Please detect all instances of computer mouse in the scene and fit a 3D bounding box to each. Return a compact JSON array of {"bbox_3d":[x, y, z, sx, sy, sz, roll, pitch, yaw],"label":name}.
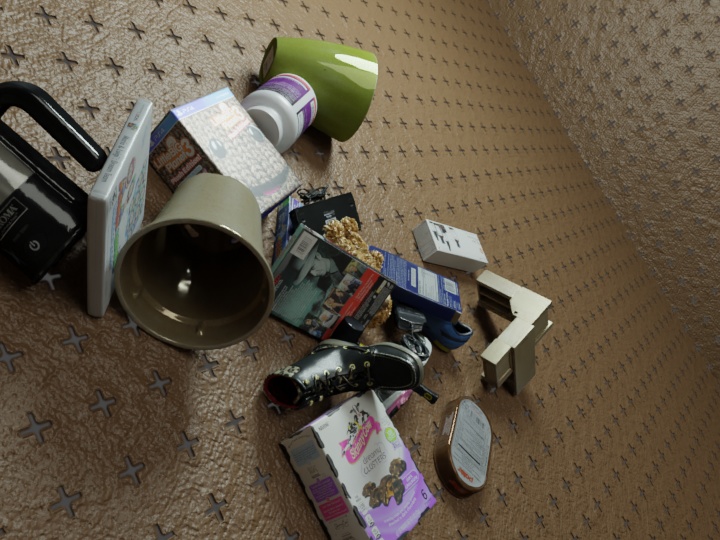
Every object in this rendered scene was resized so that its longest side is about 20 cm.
[{"bbox_3d":[0.088,0.111,1.188,0.058,0.035,0.201,15,20,-7],"label":"computer mouse"}]

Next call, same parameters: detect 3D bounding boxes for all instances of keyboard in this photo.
[{"bbox_3d":[-0.070,-0.099,1.208,0.199,0.039,0.106,-26,104,-58],"label":"keyboard"}]

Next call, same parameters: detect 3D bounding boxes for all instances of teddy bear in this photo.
[{"bbox_3d":[0.000,0.000,1.168,0.144,0.066,0.203,15,57,-60],"label":"teddy bear"}]

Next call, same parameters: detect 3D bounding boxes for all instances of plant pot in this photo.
[{"bbox_3d":[-0.095,-0.379,1.354,0.197,0.187,0.190,15,49,-27],"label":"plant pot"},{"bbox_3d":[-0.208,-0.031,0.913,0.200,0.200,0.185,36,27,-25],"label":"plant pot"}]

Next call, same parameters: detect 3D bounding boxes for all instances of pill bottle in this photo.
[{"bbox_3d":[-0.152,-0.276,1.212,0.113,0.112,0.201,46,27,-12],"label":"pill bottle"}]

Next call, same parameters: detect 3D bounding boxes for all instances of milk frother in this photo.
[{"bbox_3d":[-0.394,-0.116,0.808,0.188,0.181,0.200,44,-7,-17],"label":"milk frother"}]

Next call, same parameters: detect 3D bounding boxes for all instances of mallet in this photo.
[{"bbox_3d":[0.043,0.142,1.083,0.198,0.067,0.041,27,19,2],"label":"mallet"}]

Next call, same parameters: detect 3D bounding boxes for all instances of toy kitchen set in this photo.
[{"bbox_3d":[0.292,0.150,1.479,0.200,0.179,0.165,-41,138,-24],"label":"toy kitchen set"}]

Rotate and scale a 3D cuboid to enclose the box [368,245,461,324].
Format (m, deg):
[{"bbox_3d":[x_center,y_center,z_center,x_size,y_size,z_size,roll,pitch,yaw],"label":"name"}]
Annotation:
[{"bbox_3d":[0.097,0.024,1.297,0.197,0.033,0.122,24,26,-7],"label":"box"}]

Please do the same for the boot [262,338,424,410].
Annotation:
[{"bbox_3d":[-0.025,0.157,0.974,0.153,0.201,0.075,-22,111,-51],"label":"boot"}]

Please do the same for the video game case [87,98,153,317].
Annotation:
[{"bbox_3d":[-0.292,-0.075,0.825,0.023,0.201,0.184,14,46,-9],"label":"video game case"}]

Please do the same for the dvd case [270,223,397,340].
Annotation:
[{"bbox_3d":[-0.055,0.033,1.076,0.199,0.147,0.022,29,11,-33],"label":"dvd case"}]

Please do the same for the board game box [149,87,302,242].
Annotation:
[{"bbox_3d":[-0.215,-0.164,1.074,0.201,0.096,0.160,51,34,-7],"label":"board game box"}]

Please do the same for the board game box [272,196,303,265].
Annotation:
[{"bbox_3d":[-0.086,-0.017,1.165,0.135,0.034,0.202,32,40,-31],"label":"board game box"}]

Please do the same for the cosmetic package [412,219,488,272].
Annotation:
[{"bbox_3d":[0.207,-0.054,1.543,0.198,0.050,0.084,10,55,-46],"label":"cosmetic package"}]

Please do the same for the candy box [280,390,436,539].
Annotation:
[{"bbox_3d":[0.001,0.293,0.980,0.167,0.071,0.202,-20,78,-55],"label":"candy box"}]

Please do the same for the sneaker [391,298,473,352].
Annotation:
[{"bbox_3d":[0.137,0.083,1.321,0.199,0.078,0.067,37,40,-23],"label":"sneaker"}]

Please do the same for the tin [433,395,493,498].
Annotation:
[{"bbox_3d":[0.189,0.313,1.228,0.112,0.042,0.201,42,36,-12],"label":"tin"}]

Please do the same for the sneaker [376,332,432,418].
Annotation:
[{"bbox_3d":[0.060,0.158,1.166,0.086,0.080,0.200,40,30,-3],"label":"sneaker"}]
